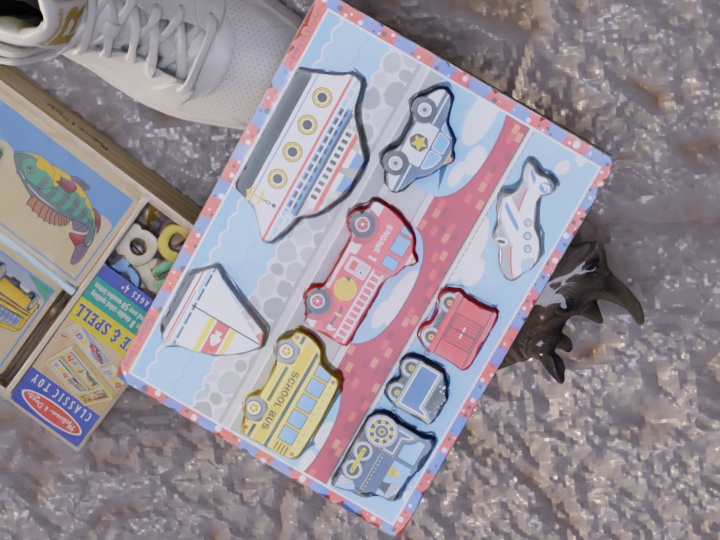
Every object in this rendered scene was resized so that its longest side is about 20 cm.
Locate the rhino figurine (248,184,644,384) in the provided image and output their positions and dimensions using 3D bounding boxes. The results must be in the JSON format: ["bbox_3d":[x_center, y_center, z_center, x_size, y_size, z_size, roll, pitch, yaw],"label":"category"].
[{"bbox_3d":[0.032,0.006,1.153,0.198,0.060,0.088,9,105,5],"label":"rhino figurine"}]

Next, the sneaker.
[{"bbox_3d":[-0.112,-0.105,1.111,0.199,0.116,0.074,23,108,0],"label":"sneaker"}]

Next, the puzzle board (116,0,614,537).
[{"bbox_3d":[0.000,0.000,1.116,0.150,0.017,0.201,29,102,-1],"label":"puzzle board"}]

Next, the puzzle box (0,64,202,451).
[{"bbox_3d":[-0.176,-0.023,1.195,0.200,0.025,0.133,36,110,-4],"label":"puzzle box"}]
